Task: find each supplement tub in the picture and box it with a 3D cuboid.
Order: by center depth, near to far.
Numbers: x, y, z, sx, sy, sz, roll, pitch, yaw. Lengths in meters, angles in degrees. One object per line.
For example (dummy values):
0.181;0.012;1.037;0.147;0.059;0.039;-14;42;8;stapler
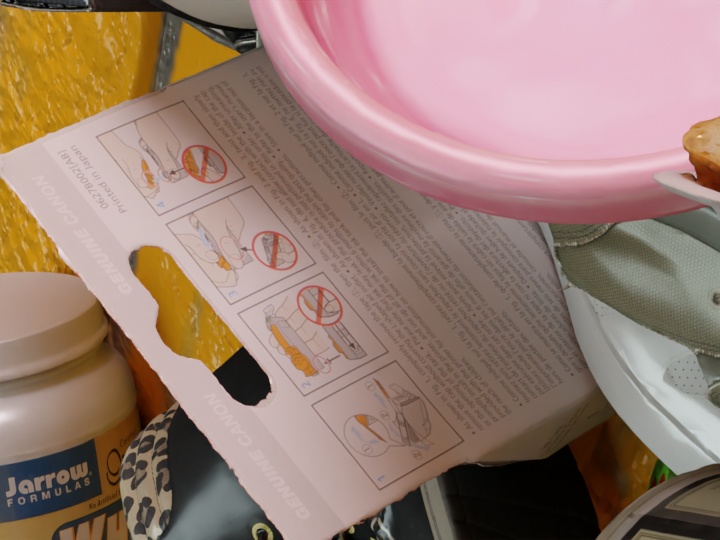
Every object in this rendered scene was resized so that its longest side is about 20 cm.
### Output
-0.177;0.114;1.326;0.144;0.144;0.202;21;122;57;supplement tub

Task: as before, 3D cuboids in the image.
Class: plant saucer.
0.068;-0.091;0.729;0.201;0.200;0.051;55;170;33;plant saucer

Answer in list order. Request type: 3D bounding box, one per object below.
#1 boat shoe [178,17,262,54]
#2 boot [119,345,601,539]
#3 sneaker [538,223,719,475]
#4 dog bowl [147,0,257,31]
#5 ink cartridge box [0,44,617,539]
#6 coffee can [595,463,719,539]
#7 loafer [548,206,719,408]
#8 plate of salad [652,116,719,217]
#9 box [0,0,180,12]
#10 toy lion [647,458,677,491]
-0.025;-0.102;1.008;0.200;0.071;0.073;21;121;54;boat shoe
-0.004;0.089;0.905;0.154;0.073;0.204;-44;48;30;boot
0.106;-0.027;0.803;0.201;0.073;0.116;60;149;24;sneaker
-0.004;-0.169;0.815;0.074;0.199;0.202;18;120;44;dog bowl
0.000;0.000;0.846;0.161;0.199;0.050;50;143;17;ink cartridge box
0.160;0.131;0.684;0.199;0.146;0.148;4;107;56;coffee can
0.133;0.008;0.734;0.199;0.075;0.070;32;137;27;loafer
0.164;-0.008;0.586;0.200;0.199;0.048;20;99;57;plate of salad
-0.046;-0.186;0.873;0.051;0.157;0.202;8;101;40;box
0.095;0.162;0.880;0.200;0.068;0.193;93;-174;-79;toy lion
